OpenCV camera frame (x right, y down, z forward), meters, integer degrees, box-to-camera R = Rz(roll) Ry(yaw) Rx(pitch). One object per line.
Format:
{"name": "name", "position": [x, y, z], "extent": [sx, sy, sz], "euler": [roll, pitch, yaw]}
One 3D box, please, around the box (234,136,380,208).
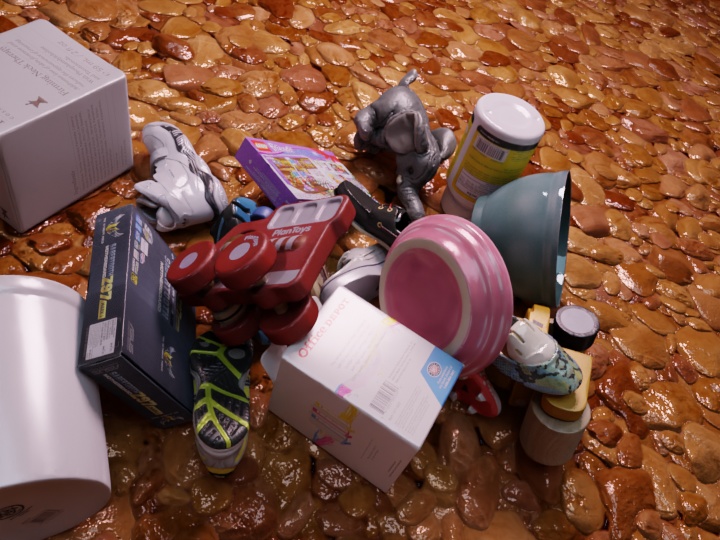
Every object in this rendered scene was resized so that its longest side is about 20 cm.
{"name": "box", "position": [-0.075, -0.134, 0.910], "extent": [0.199, 0.039, 0.137], "euler": [-4, 48, -53]}

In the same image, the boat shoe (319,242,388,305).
{"name": "boat shoe", "position": [0.000, 0.000, 0.834], "extent": [0.066, 0.072, 0.199], "euler": [40, 38, 19]}

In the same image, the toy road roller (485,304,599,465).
{"name": "toy road roller", "position": [0.219, 0.135, 0.783], "extent": [0.144, 0.124, 0.201], "euler": [13, 46, 13]}

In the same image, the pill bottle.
{"name": "pill bottle", "position": [0.206, -0.172, 0.977], "extent": [0.113, 0.201, 0.115], "euler": [9, 49, -10]}

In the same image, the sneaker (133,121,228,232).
{"name": "sneaker", "position": [-0.288, -0.135, 0.867], "extent": [0.114, 0.075, 0.200], "euler": [-27, 67, -37]}

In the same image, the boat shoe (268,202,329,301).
{"name": "boat shoe", "position": [-0.083, -0.021, 0.853], "extent": [0.072, 0.072, 0.201], "euler": [12, 41, -41]}

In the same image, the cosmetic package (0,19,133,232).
{"name": "cosmetic package", "position": [-0.442, -0.197, 0.809], "extent": [0.167, 0.167, 0.200], "euler": [33, 50, 11]}

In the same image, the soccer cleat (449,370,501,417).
{"name": "soccer cleat", "position": [0.130, 0.105, 0.810], "extent": [0.085, 0.069, 0.200], "euler": [-24, 57, -28]}

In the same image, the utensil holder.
{"name": "utensil holder", "position": [-0.332, 0.135, 0.565], "extent": [0.168, 0.171, 0.201], "euler": [-9, 55, -24]}

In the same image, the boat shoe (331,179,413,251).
{"name": "boat shoe", "position": [0.044, -0.064, 0.845], "extent": [0.201, 0.063, 0.074], "euler": [42, 30, 13]}

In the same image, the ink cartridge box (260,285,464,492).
{"name": "ink cartridge box", "position": [-0.007, 0.129, 0.702], "extent": [0.199, 0.126, 0.129], "euler": [32, 49, 10]}

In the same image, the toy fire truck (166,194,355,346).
{"name": "toy fire truck", "position": [-0.112, -0.013, 0.689], "extent": [0.198, 0.113, 0.169], "euler": [-5, 42, 37]}

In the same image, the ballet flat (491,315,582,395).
{"name": "ballet flat", "position": [0.173, 0.077, 0.722], "extent": [0.074, 0.075, 0.199], "euler": [-26, 39, -34]}

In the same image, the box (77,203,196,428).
{"name": "box", "position": [-0.239, 0.051, 0.672], "extent": [0.050, 0.158, 0.201], "euler": [-15, 52, 5]}

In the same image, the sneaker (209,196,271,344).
{"name": "sneaker", "position": [-0.149, 0.007, 0.804], "extent": [0.073, 0.082, 0.202], "euler": [5, 63, -46]}

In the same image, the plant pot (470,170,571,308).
{"name": "plant pot", "position": [0.241, -0.051, 0.911], "extent": [0.133, 0.202, 0.201], "euler": [6, 43, 22]}

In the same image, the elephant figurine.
{"name": "elephant figurine", "position": [0.090, -0.205, 1.003], "extent": [0.141, 0.156, 0.200], "euler": [-27, 54, -23]}

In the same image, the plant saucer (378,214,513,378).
{"name": "plant saucer", "position": [0.090, 0.034, 0.732], "extent": [0.050, 0.201, 0.201], "euler": [-8, 53, -40]}

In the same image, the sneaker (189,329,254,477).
{"name": "sneaker", "position": [-0.162, 0.142, 0.683], "extent": [0.075, 0.077, 0.201], "euler": [7, 31, -10]}
